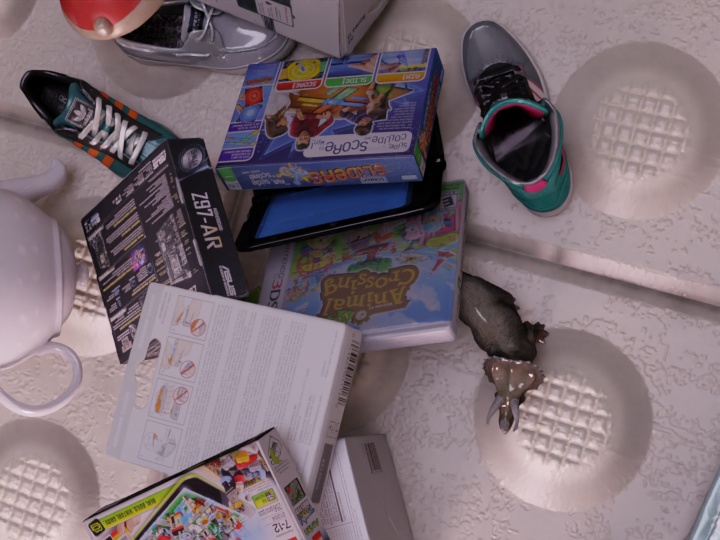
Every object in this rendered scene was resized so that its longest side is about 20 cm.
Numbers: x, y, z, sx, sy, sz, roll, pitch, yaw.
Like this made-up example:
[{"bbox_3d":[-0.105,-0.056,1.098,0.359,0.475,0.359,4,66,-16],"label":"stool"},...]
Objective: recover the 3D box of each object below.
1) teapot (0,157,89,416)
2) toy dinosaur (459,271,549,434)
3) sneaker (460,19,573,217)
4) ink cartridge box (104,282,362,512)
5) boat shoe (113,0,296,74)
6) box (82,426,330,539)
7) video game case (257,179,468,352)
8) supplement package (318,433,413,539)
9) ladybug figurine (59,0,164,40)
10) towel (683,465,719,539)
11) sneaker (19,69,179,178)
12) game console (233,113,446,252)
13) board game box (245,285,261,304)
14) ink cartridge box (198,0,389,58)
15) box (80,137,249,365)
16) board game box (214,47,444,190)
[{"bbox_3d":[-0.347,0.013,1.191,0.144,0.198,0.203,0,116,-20],"label":"teapot"},{"bbox_3d":[0.120,0.044,1.080,0.076,0.102,0.202,-27,79,11],"label":"toy dinosaur"},{"bbox_3d":[0.135,-0.151,1.086,0.083,0.121,0.202,-24,78,12],"label":"sneaker"},{"bbox_3d":[-0.110,0.108,1.022,0.197,0.047,0.162,11,83,23],"label":"ink cartridge box"},{"bbox_3d":[-0.165,-0.242,1.204,0.198,0.071,0.071,2,85,16],"label":"boat shoe"},{"bbox_3d":[-0.128,0.218,0.976,0.199,0.035,0.111,-28,89,26],"label":"box"},{"bbox_3d":[0.000,0.000,1.099,0.197,0.022,0.184,-9,47,20],"label":"video game case"},{"bbox_3d":[-0.066,0.250,1.084,0.198,0.152,0.153,-18,79,13],"label":"supplement package"},{"bbox_3d":[-0.250,-0.318,1.198,0.134,0.072,0.202,-12,52,13],"label":"ladybug figurine"},{"bbox_3d":[0.387,0.210,1.017,0.170,0.048,0.202,26,92,17],"label":"towel"},{"bbox_3d":[-0.269,-0.147,1.218,0.198,0.080,0.072,28,92,16],"label":"sneaker"},{"bbox_3d":[-0.026,-0.115,1.127,0.197,0.116,0.179,-11,82,12],"label":"game console"},{"bbox_3d":[-0.113,0.103,1.115,0.095,0.030,0.201,-35,33,10],"label":"board game box"},{"bbox_3d":[-0.067,-0.312,1.150,0.198,0.083,0.147,24,60,16],"label":"ink cartridge box"},{"bbox_3d":[-0.195,-0.014,1.147,0.199,0.043,0.162,-32,73,48],"label":"box"},{"bbox_3d":[-0.028,-0.142,1.113,0.197,0.035,0.137,-1,55,21],"label":"board game box"}]
